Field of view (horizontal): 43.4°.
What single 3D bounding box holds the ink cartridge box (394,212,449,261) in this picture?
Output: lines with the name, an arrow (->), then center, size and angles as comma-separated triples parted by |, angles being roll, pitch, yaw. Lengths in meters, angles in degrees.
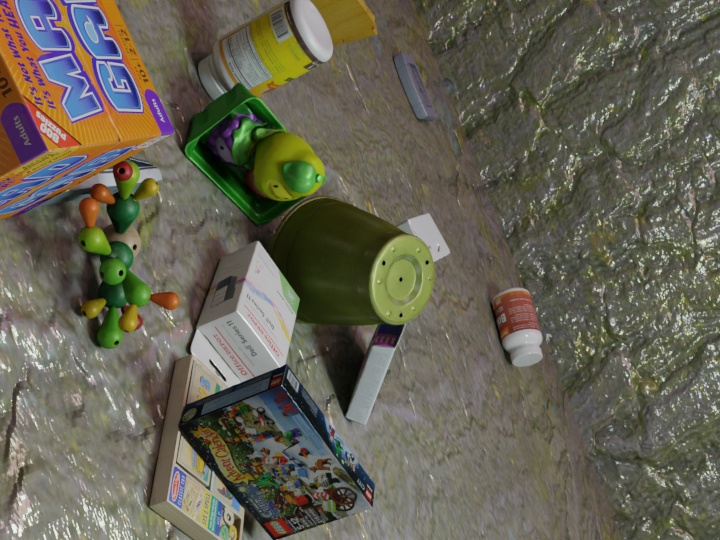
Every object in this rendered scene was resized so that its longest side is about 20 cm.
ink cartridge box -> 0.035, -0.015, 1.537 | 0.084, 0.199, 0.145 | 64, 20, 1

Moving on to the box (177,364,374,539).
box -> -0.090, 0.209, 1.015 | 0.200, 0.136, 0.038 | 57, 21, -26

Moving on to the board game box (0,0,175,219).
board game box -> -0.326, -0.163, 0.789 | 0.201, 0.199, 0.200 | 65, 20, -5

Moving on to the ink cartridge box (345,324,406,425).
ink cartridge box -> 0.038, 0.116, 1.467 | 0.043, 0.201, 0.197 | 20, 27, 2

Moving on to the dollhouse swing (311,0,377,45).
dollhouse swing -> -0.058, -0.643, 2.028 | 0.200, 0.181, 0.177 | 44, 51, -46

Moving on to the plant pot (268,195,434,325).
plant pot -> 0.000, 0.000, 1.332 | 0.200, 0.192, 0.201 | -11, 106, -41

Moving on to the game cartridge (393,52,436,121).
game cartridge -> 0.157, -0.529, 2.619 | 0.201, 0.041, 0.133 | 68, 17, 3

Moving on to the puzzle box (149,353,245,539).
puzzle box -> -0.175, 0.209, 1.035 | 0.133, 0.025, 0.201 | 50, 26, -38

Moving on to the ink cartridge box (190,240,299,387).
ink cartridge box -> -0.147, 0.068, 1.190 | 0.117, 0.067, 0.200 | 56, 23, -29

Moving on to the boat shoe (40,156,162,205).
boat shoe -> -0.297, -0.129, 1.010 | 0.200, 0.071, 0.091 | -19, 91, -68

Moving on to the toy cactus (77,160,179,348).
toy cactus -> -0.249, -0.024, 0.964 | 0.165, 0.102, 0.201 | -129, -144, -70

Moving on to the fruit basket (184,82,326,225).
fruit basket -> -0.137, -0.152, 1.312 | 0.216, 0.155, 0.216 | 54, 10, -14

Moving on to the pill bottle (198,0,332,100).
pill bottle -> -0.151, -0.336, 1.407 | 0.109, 0.199, 0.110 | 51, 26, -37

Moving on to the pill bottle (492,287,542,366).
pill bottle -> 0.438, 0.158, 2.502 | 0.112, 0.112, 0.201 | 39, 34, -52
